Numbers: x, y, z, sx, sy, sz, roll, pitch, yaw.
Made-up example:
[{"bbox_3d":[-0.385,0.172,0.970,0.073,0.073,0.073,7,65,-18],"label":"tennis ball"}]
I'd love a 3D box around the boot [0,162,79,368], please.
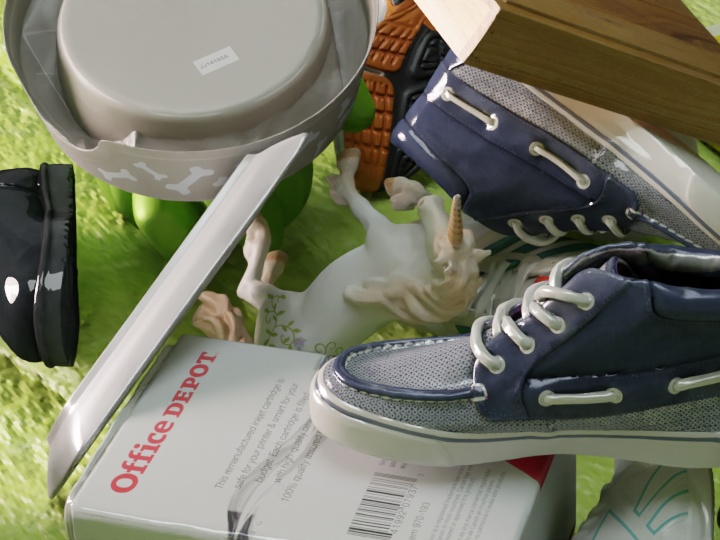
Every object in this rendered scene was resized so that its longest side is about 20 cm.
[{"bbox_3d":[-0.238,-0.003,1.237,0.168,0.076,0.200,-4,26,-6],"label":"boot"}]

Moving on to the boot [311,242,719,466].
[{"bbox_3d":[0.078,0.030,0.979,0.200,0.090,0.073,0,32,0],"label":"boot"}]

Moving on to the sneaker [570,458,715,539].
[{"bbox_3d":[0.122,0.127,1.009,0.080,0.070,0.200,-5,33,4],"label":"sneaker"}]

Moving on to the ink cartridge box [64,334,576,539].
[{"bbox_3d":[-0.014,0.112,1.031,0.200,0.083,0.145,7,34,16],"label":"ink cartridge box"}]

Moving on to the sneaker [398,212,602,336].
[{"bbox_3d":[0.088,0.009,1.162,0.200,0.070,0.093,13,-1,20],"label":"sneaker"}]

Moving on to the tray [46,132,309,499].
[{"bbox_3d":[-0.096,0.019,1.110,0.022,0.107,0.200,35,68,-1],"label":"tray"}]

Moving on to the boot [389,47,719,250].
[{"bbox_3d":[0.115,-0.041,1.146,0.200,0.090,0.073,40,14,9],"label":"boot"}]

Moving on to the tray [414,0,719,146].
[{"bbox_3d":[0.108,-0.121,1.118,0.200,0.037,0.099,14,32,-42],"label":"tray"}]

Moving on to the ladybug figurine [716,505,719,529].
[{"bbox_3d":[0.255,0.123,0.998,0.200,0.072,0.136,9,35,19],"label":"ladybug figurine"}]

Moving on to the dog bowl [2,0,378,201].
[{"bbox_3d":[-0.088,-0.121,1.214,0.200,0.059,0.200,-1,53,1],"label":"dog bowl"}]

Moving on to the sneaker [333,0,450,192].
[{"bbox_3d":[0.015,-0.137,1.391,0.076,0.092,0.200,17,72,-20],"label":"sneaker"}]

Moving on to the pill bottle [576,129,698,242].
[{"bbox_3d":[0.126,-0.090,1.277,0.112,0.112,0.200,-6,22,-4],"label":"pill bottle"}]

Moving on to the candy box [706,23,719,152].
[{"bbox_3d":[0.255,-0.100,1.388,0.102,0.026,0.200,-18,35,-17],"label":"candy box"}]

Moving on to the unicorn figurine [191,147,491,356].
[{"bbox_3d":[0.000,0.000,1.160,0.074,0.200,0.137,22,32,-33],"label":"unicorn figurine"}]

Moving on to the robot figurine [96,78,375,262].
[{"bbox_3d":[-0.087,-0.093,1.302,0.175,0.116,0.200,-21,49,19],"label":"robot figurine"}]
